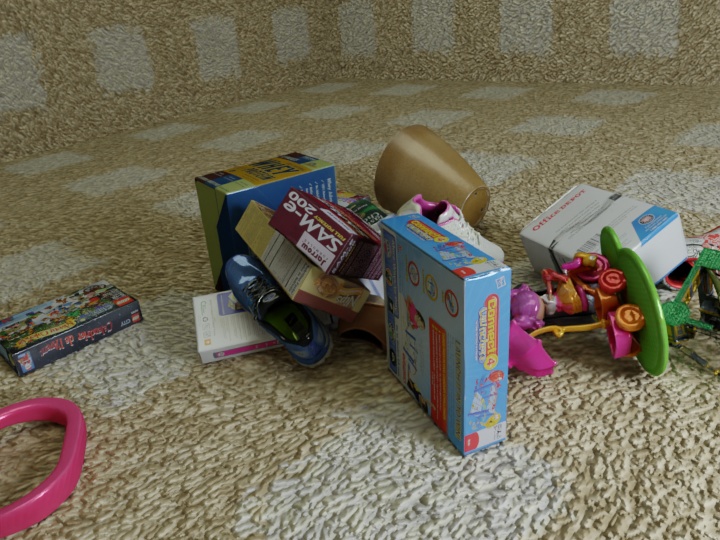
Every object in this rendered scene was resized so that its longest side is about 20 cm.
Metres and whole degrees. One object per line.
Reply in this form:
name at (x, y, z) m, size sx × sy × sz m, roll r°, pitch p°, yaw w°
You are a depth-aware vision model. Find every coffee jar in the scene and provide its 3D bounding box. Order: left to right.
coffee jar at (0.028, -0.055, 1.101) m, size 0.103 × 0.087 × 0.199 m, roll -36°, pitch 32°, yaw -12°

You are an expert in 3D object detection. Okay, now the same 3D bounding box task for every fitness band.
fitness band at (-0.381, 0.210, 0.692) m, size 0.139 × 0.038 × 0.200 m, roll -12°, pitch 26°, yaw -14°

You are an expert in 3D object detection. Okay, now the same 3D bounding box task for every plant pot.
plant pot at (0.157, -0.164, 1.248) m, size 0.183 × 0.191 × 0.199 m, roll -23°, pitch 44°, yaw -35°

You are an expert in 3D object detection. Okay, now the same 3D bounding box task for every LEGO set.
LEGO set at (0.468, 0.071, 0.753) m, size 0.196 × 0.117 × 0.156 m, roll 11°, pitch 58°, yaw 41°

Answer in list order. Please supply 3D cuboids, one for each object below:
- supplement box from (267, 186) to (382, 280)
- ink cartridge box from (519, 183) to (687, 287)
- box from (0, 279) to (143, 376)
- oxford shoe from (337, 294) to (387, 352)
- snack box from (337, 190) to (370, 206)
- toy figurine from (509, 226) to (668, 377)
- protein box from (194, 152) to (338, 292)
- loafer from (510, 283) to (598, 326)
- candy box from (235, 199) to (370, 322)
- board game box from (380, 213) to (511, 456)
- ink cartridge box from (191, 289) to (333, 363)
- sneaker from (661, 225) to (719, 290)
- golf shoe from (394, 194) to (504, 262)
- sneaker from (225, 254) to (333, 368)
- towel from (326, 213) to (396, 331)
supplement box at (-0.028, -0.044, 0.843) m, size 0.108 × 0.062 × 0.199 m, roll 38°, pitch 11°, yaw 18°
ink cartridge box at (0.362, -0.040, 0.948) m, size 0.143 × 0.085 × 0.200 m, roll -36°, pitch 29°, yaw -7°
box at (-0.466, 0.083, 0.986) m, size 0.134 × 0.039 × 0.198 m, roll 17°, pitch 33°, yaw 41°
oxford shoe at (0.062, 0.083, 0.856) m, size 0.194 × 0.072 × 0.073 m, roll 4°, pitch 55°, yaw 17°
snack box at (-0.087, -0.114, 1.311) m, size 0.139 × 0.054 × 0.199 m, roll 12°, pitch 30°, yaw 36°
toy figurine at (0.246, 0.049, 0.766) m, size 0.179 × 0.152 × 0.204 m, roll -13°, pitch 49°, yaw 8°
protein box at (-0.148, -0.070, 1.049) m, size 0.196 × 0.204 × 0.134 m, roll -20°, pitch 28°, yaw -31°
loafer at (0.235, 0.040, 0.865) m, size 0.193 × 0.065 × 0.072 m, roll -1°, pitch 16°, yaw -3°
candy box at (-0.084, -0.016, 0.868) m, size 0.114 × 0.056 × 0.200 m, roll 24°, pitch 13°, yaw -43°
board game box at (0.089, 0.062, 0.704) m, size 0.054 × 0.206 × 0.196 m, roll -12°, pitch 25°, yaw -19°
ink cartridge box at (-0.142, 0.066, 0.905) m, size 0.194 × 0.038 × 0.096 m, roll -12°, pitch 53°, yaw -9°
sneaker at (0.536, -0.018, 0.942) m, size 0.195 × 0.069 × 0.109 m, roll -7°, pitch 25°, yaw 7°
golf shoe at (0.139, -0.051, 0.935) m, size 0.195 × 0.093 × 0.077 m, roll 14°, pitch 42°, yaw -17°
sneaker at (-0.116, 0.039, 0.841) m, size 0.199 × 0.090 × 0.079 m, roll 40°, pitch 78°, yaw 24°
towel at (0.000, 0.000, 0.962) m, size 0.196 × 0.024 × 0.149 m, roll -25°, pitch 53°, yaw -7°
